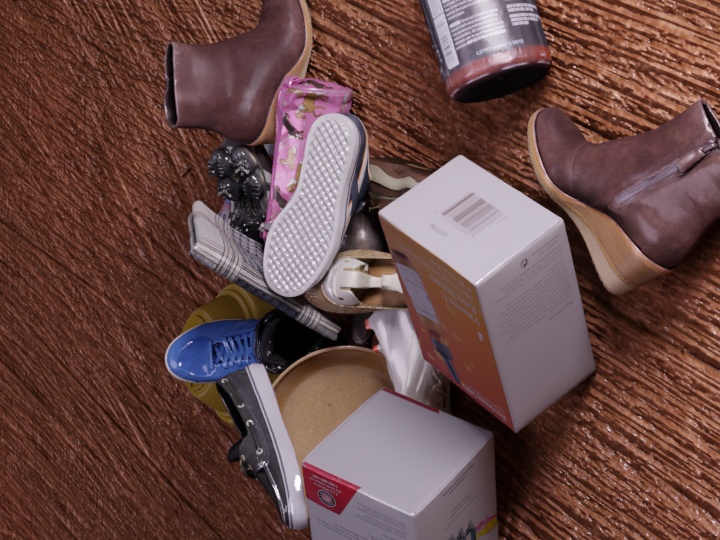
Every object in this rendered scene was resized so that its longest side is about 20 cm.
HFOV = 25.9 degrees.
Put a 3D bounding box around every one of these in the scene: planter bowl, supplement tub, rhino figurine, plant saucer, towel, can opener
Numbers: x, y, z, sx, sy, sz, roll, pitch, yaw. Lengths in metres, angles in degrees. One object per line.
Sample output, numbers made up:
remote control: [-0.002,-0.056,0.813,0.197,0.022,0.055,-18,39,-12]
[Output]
planter bowl: [-0.168,0.101,1.916,0.200,0.083,0.203,-9,79,59]
supplement tub: [0.106,-0.268,1.480,0.107,0.106,0.202,-28,75,54]
rhino figurine: [0.000,0.000,1.724,0.059,0.087,0.202,-7,95,14]
plant saucer: [-0.015,0.180,1.728,0.035,0.198,0.202,-89,-6,-83]
towel: [-0.108,-0.004,1.745,0.035,0.192,0.200,-57,14,7]
can opener: [-0.091,0.194,1.825,0.063,0.079,0.200,35,138,-10]

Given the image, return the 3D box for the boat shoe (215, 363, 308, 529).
boat shoe: [-0.102,0.188,1.639,0.069,0.056,0.201,89,164,-52]

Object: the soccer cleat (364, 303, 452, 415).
soccer cleat: [0.070,0.120,1.664,0.077,0.069,0.202,-20,90,21]

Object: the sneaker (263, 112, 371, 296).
sneaker: [-0.038,-0.068,1.642,0.078,0.079,0.201,26,106,14]

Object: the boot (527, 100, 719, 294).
boot: [0.244,-0.098,1.369,0.166,0.072,0.201,-44,61,36]

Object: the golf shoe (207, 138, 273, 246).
golf shoe: [-0.120,-0.081,1.856,0.077,0.095,0.201,4,130,14]

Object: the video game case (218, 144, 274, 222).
video game case: [-0.109,-0.070,1.908,0.144,0.018,0.200,62,141,25]

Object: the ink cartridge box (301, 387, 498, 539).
ink cartridge box: [0.045,0.257,1.598,0.144,0.144,0.201,20,131,32]

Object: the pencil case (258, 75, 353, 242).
pencil case: [-0.060,-0.117,1.755,0.082,0.086,0.202,15,106,27]

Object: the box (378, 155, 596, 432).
box: [0.120,0.022,1.464,0.152,0.106,0.201,37,154,44]

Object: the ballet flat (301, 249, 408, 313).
ballet flat: [0.020,0.010,1.628,0.198,0.065,0.071,-1,82,21]

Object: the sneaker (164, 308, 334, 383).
sneaker: [-0.128,0.086,1.791,0.111,0.198,0.078,112,153,-82]

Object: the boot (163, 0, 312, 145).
boot: [-0.139,-0.244,1.760,0.072,0.165,0.202,-10,77,53]

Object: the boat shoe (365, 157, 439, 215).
boat shoe: [0.067,-0.067,1.614,0.202,0.074,0.076,-154,68,-63]
